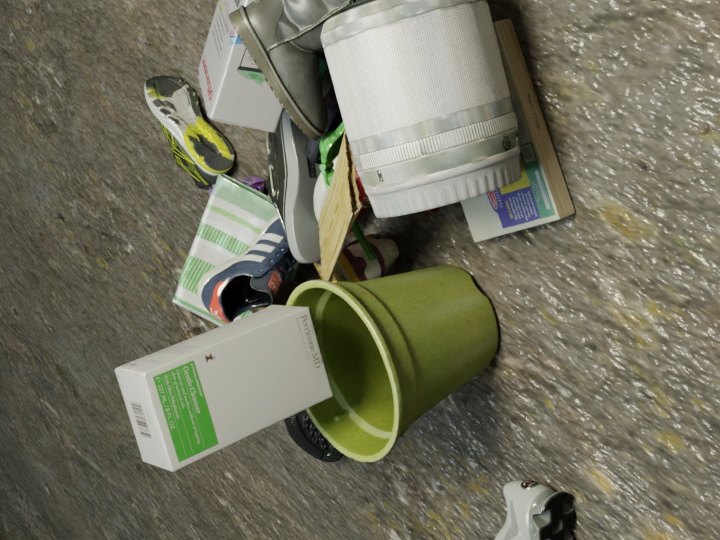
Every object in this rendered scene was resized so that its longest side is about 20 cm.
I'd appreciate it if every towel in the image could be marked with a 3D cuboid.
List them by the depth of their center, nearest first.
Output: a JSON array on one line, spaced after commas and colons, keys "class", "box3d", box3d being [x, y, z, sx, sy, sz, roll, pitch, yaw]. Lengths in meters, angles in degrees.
[{"class": "towel", "box3d": [-0.159, -0.010, 1.425, 0.151, 0.023, 0.201, 26, 113, 2]}]

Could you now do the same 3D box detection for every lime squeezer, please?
[{"class": "lime squeezer", "box3d": [-0.012, -0.113, 1.174, 0.070, 0.038, 0.202, 3, 104, 12]}]

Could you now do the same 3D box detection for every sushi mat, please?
[{"class": "sushi mat", "box3d": [-0.025, -0.059, 1.103, 0.200, 0.012, 0.097, 113, 153, -66]}]

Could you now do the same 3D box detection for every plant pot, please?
[{"class": "plant pot", "box3d": [0.045, 0.081, 1.159, 0.200, 0.183, 0.202, 30, 130, 44]}]

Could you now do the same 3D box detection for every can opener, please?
[{"class": "can opener", "box3d": [-0.018, -0.197, 1.209, 0.079, 0.063, 0.200, 57, 144, 19]}]

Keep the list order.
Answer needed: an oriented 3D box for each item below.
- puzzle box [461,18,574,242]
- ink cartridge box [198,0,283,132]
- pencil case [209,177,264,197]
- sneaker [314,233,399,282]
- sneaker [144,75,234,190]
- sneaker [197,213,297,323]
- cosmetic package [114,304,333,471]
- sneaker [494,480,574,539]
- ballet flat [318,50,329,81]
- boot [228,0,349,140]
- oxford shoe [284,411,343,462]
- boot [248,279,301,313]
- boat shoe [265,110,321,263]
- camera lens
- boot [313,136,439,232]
[{"class": "puzzle box", "box3d": [0.133, -0.136, 1.065, 0.133, 0.025, 0.202, -14, 95, 55]}, {"class": "ink cartridge box", "box3d": [-0.115, -0.280, 1.199, 0.145, 0.083, 0.201, -112, 38, -55]}, {"class": "pencil case", "box3d": [-0.153, -0.035, 1.473, 0.085, 0.084, 0.202, 1, 110, 30]}, {"class": "sneaker", "box3d": [0.000, 0.000, 1.287, 0.075, 0.090, 0.200, 63, 173, -3]}, {"class": "sneaker", "box3d": [-0.261, -0.198, 1.538, 0.201, 0.074, 0.085, 55, 144, 21]}, {"class": "sneaker", "box3d": [-0.110, -0.004, 1.332, 0.075, 0.200, 0.085, 51, 177, -37]}, {"class": "cosmetic package", "box3d": [-0.139, 0.117, 1.094, 0.085, 0.199, 0.109, -2, 108, 56]}, {"class": "sneaker", "box3d": [0.193, 0.329, 1.187, 0.088, 0.074, 0.202, 14, 108, 50]}, {"class": "ballet flat", "box3d": [-0.043, -0.269, 1.214, 0.200, 0.070, 0.071, -35, 79, 53]}, {"class": "boot", "box3d": [-0.015, -0.254, 1.105, 0.182, 0.199, 0.073, 56, -173, -31]}, {"class": "oxford shoe", "box3d": [-0.079, 0.181, 1.495, 0.072, 0.084, 0.201, -27, 102, 21]}, {"class": "boot", "box3d": [-0.072, 0.103, 1.402, 0.199, 0.073, 0.156, 22, 134, 18]}, {"class": "boat shoe", "box3d": [-0.081, -0.105, 1.311, 0.063, 0.070, 0.202, -12, 77, 42]}, {"class": "camera lens", "box3d": [0.059, -0.166, 0.988, 0.159, 0.159, 0.202, -5, 103, 55]}, {"class": "boot", "box3d": [0.023, -0.083, 1.209, 0.144, 0.072, 0.201, 48, 137, 25]}]
